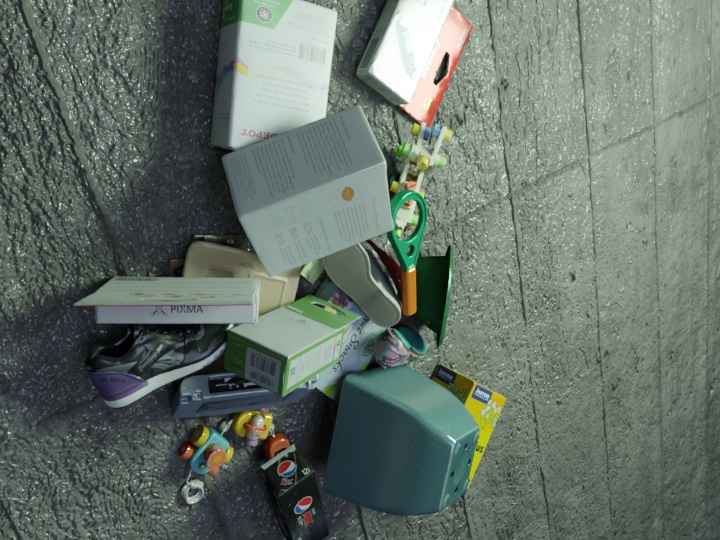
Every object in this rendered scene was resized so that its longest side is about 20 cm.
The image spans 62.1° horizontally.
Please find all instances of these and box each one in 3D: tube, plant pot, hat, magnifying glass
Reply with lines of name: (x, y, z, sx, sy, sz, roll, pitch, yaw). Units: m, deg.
tube: (-0.037, -0.075, 0.949, 0.057, 0.052, 0.203, 32, 83, -33)
plant pot: (0.082, 0.289, 0.994, 0.194, 0.196, 0.202, 2, 102, -57)
hat: (0.068, 0.023, 1.052, 0.171, 0.166, 0.206, 6, 106, 3)
magnifying glass: (0.073, -0.024, 0.923, 0.079, 0.022, 0.205, -25, 122, -36)

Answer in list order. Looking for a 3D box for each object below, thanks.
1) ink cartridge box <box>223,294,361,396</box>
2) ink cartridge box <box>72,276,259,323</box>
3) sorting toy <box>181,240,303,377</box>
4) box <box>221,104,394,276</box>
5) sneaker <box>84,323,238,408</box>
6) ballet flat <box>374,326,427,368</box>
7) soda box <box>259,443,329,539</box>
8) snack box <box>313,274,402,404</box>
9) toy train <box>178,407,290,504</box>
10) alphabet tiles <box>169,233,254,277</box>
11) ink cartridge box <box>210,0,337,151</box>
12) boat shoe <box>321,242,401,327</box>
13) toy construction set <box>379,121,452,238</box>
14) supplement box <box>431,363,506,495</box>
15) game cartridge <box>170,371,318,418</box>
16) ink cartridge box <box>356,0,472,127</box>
ink cartridge box: (-0.091, 0.100, 0.857, 0.199, 0.102, 0.061, -23, 128, -59)
ink cartridge box: (-0.224, 0.043, 0.735, 0.194, 0.176, 0.046, 1, 100, -8)
sorting toy: (-0.189, 0.067, 0.887, 0.182, 0.036, 0.205, 12, 99, -35)
box: (-0.065, -0.104, 0.813, 0.195, 0.108, 0.153, -21, 150, -4)
sneaker: (-0.254, 0.093, 0.778, 0.197, 0.075, 0.089, -31, 127, -21)
ballet flat: (0.063, 0.137, 1.033, 0.071, 0.070, 0.200, -42, 165, 9)
soda box: (-0.103, 0.377, 0.972, 0.070, 0.063, 0.204, -28, 135, -25)
snack box: (-0.031, 0.099, 0.995, 0.142, 0.052, 0.202, 42, 76, -36)
toy train: (-0.182, 0.294, 0.939, 0.196, 0.055, 0.155, -13, 109, -32)
alphabet tiles: (-0.203, 0.048, 0.894, 0.163, 0.006, 0.206, -4, 104, -33)
ink cartridge box: (-0.121, -0.262, 0.825, 0.142, 0.087, 0.206, 1, 100, -34)
boat shoe: (0.000, 0.000, 0.942, 0.071, 0.063, 0.201, -26, 117, 21)
toy construction set: (0.075, -0.131, 0.959, 0.091, 0.131, 0.203, 32, 75, -6)
supplement box: (0.176, 0.305, 1.153, 0.108, 0.109, 0.204, 27, 86, -35)
game cartridge: (-0.172, 0.178, 0.872, 0.195, 0.133, 0.043, -2, 71, -27)
ink cartridge box: (0.103, -0.362, 0.971, 0.174, 0.044, 0.204, 26, 87, -35)
